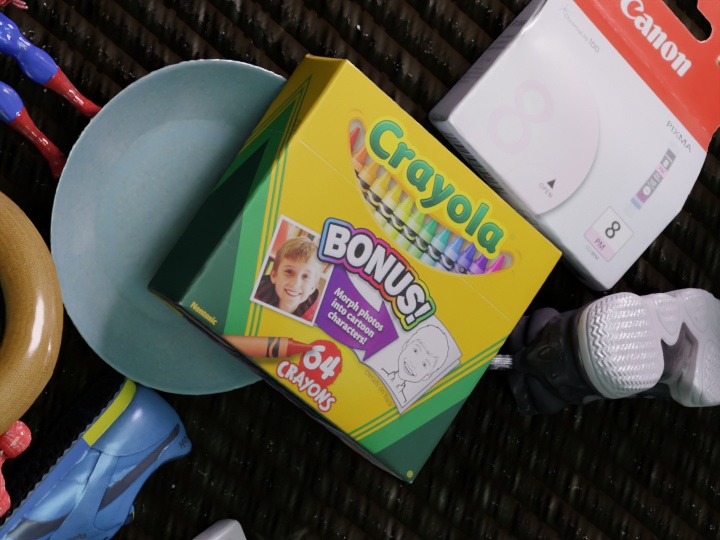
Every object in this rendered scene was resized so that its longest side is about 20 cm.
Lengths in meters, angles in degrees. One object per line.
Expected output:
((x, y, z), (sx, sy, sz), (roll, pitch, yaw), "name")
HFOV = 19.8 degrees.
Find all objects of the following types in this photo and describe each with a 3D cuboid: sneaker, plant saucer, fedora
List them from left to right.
((-0.262, 0.032, 1.160), (0.199, 0.082, 0.202), (1, 64, -3), "fedora")
((-0.183, 0.153, 1.233), (0.200, 0.066, 0.079), (-46, 112, -8), "sneaker")
((-0.097, -0.028, 1.244), (0.199, 0.039, 0.203), (-6, 103, -25), "plant saucer")
((0.162, 0.054, 1.335), (0.199, 0.113, 0.076), (8, 75, -54), "sneaker")

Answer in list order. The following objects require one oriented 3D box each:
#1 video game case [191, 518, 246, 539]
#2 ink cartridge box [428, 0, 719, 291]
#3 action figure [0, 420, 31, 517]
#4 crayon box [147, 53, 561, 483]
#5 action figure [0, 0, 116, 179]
((-0.114, 0.279, 1.251), (0.200, 0.024, 0.183), (-34, 109, -41), "video game case")
((0.164, -0.114, 1.325), (0.200, 0.057, 0.163), (-47, 109, -3), "ink cartridge box")
((-0.267, 0.140, 1.210), (0.199, 0.099, 0.065), (-37, 112, 13), "action figure")
((0.000, 0.000, 1.243), (0.200, 0.058, 0.173), (39, 81, -28), "crayon box")
((-0.228, -0.141, 1.188), (0.200, 0.052, 0.065), (44, 86, -17), "action figure")
